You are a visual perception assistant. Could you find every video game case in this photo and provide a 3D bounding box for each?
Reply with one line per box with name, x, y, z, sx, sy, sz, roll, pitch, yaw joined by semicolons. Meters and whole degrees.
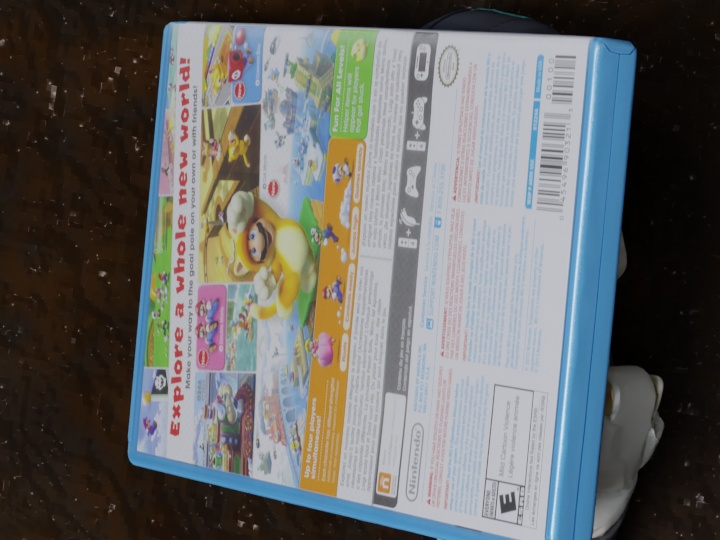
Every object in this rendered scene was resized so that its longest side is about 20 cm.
video game case;0.000;0.000;0.858;0.200;0.018;0.143;8;94;50

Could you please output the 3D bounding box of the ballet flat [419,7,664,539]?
ballet flat;0.052;0.018;0.859;0.073;0.073;0.200;-10;85;20
